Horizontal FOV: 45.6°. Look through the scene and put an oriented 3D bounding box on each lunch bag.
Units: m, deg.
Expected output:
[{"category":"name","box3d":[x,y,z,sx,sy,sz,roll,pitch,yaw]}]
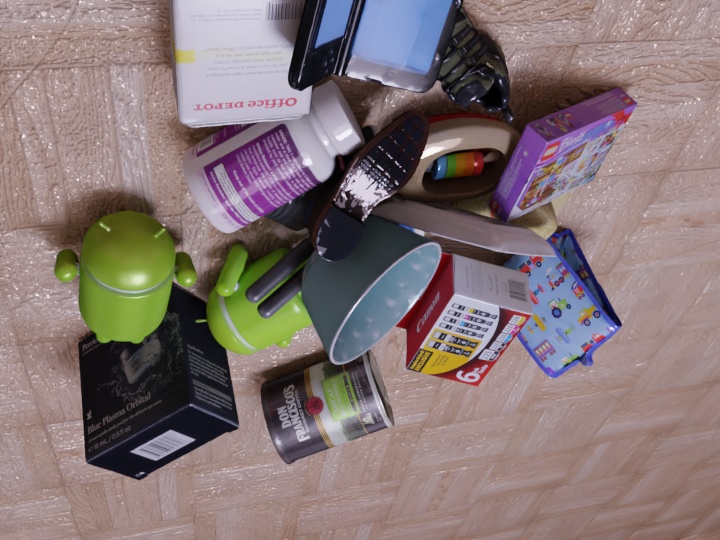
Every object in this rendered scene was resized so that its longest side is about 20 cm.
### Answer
[{"category":"lunch bag","box3d":[0.308,0.061,1.345,0.093,0.202,0.151,-3,148,-46]}]

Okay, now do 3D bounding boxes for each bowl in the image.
[{"category":"bowl","box3d":[-0.001,0.011,1.094,0.200,0.105,0.202,-42,160,-19]}]

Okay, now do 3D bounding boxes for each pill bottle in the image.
[{"category":"pill bottle","box3d":[-0.098,-0.136,0.998,0.198,0.113,0.112,-27,144,11]}]

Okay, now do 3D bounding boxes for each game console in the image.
[{"category":"game console","box3d":[0.029,-0.266,0.824,0.115,0.176,0.203,22,118,9]}]

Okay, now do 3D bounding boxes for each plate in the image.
[{"category":"plate","box3d":[0.141,-0.060,1.136,0.198,0.198,0.033,3,104,-56]}]

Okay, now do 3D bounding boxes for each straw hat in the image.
[{"category":"straw hat","box3d":[0.239,-0.080,1.239,0.197,0.086,0.202,-11,145,-8]}]

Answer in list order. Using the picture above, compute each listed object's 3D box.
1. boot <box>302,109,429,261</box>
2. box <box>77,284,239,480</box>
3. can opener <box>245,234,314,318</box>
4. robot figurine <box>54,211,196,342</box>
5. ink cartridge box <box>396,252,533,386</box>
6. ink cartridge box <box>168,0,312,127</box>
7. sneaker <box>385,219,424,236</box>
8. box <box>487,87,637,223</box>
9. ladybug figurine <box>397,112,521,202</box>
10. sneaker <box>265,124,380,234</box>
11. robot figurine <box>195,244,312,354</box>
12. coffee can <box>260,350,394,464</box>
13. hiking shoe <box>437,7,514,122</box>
[{"category":"boot","box3d":[-0.002,-0.112,1.016,0.074,0.097,0.201,37,91,-29]},{"category":"box","box3d":[-0.298,0.165,1.248,0.195,0.202,0.117,-29,144,17]},{"category":"can opener","box3d":[-0.071,-0.017,1.155,0.199,0.067,0.054,-41,104,-11]},{"category":"robot figurine","box3d":[-0.300,0.009,1.097,0.172,0.117,0.201,3,140,-18]},{"category":"ink cartridge box","box3d":[0.143,0.076,1.331,0.173,0.085,0.201,14,136,-12]},{"category":"ink cartridge box","box3d":[-0.120,-0.251,0.860,0.143,0.084,0.202,-7,143,-15]},{"category":"sneaker","box3d":[0.000,-0.001,1.234,0.110,0.077,0.201,13,122,-40]},{"category":"box","box3d":[0.264,-0.152,1.119,0.198,0.039,0.138,-25,151,-36]},{"category":"ladybug figurine","box3d":[0.118,-0.151,1.104,0.196,0.073,0.137,-4,144,-18]},{"category":"sneaker","box3d":[-0.060,-0.118,1.075,0.098,0.072,0.199,12,140,-41]},{"category":"robot figurine","box3d":[-0.135,0.046,1.228,0.198,0.117,0.176,-28,139,16]},{"category":"coffee can","box3d":[-0.056,0.232,1.488,0.197,0.148,0.147,-20,145,4]},{"category":"hiking shoe","box3d":[0.109,-0.239,0.956,0.198,0.102,0.076,19,132,-40]}]
